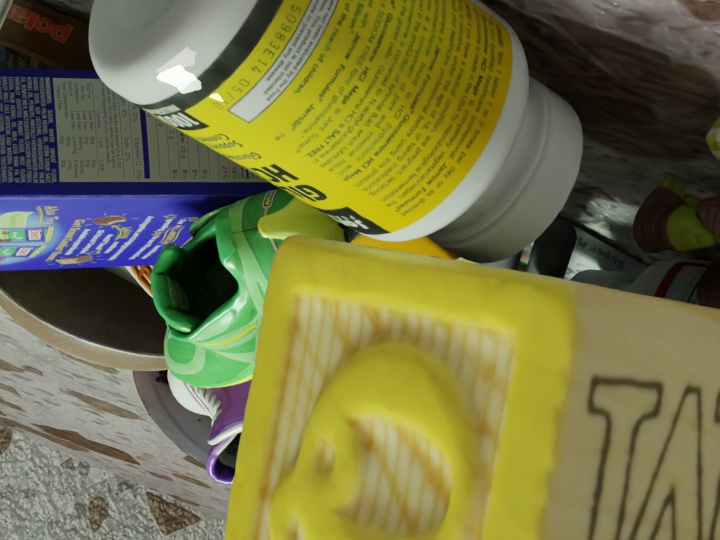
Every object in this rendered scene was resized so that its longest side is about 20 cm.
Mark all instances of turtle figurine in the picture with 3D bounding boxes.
[{"bbox_3d":[0.213,-0.008,0.821,0.200,0.065,0.161,26,164,-25],"label":"turtle figurine"}]

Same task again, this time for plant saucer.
[{"bbox_3d":[-0.162,0.003,1.148,0.200,0.035,0.200,18,-150,-11],"label":"plant saucer"}]

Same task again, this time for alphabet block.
[{"bbox_3d":[0.077,0.100,0.812,0.200,0.197,0.195,10,179,-44],"label":"alphabet block"}]

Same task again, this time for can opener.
[{"bbox_3d":[0.088,0.018,1.019,0.053,0.067,0.200,20,161,5],"label":"can opener"}]

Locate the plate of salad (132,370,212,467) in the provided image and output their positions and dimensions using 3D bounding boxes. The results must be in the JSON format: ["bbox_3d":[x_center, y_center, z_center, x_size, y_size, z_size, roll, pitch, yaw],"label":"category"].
[{"bbox_3d":[-0.074,0.080,1.337,0.200,0.200,0.048,22,131,-7],"label":"plate of salad"}]

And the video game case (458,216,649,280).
[{"bbox_3d":[0.097,-0.007,1.065,0.200,0.018,0.143,26,163,-25],"label":"video game case"}]

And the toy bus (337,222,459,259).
[{"bbox_3d":[0.007,-0.034,0.941,0.065,0.078,0.200,19,163,-19],"label":"toy bus"}]

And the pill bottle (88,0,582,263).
[{"bbox_3d":[-0.004,-0.081,0.739,0.200,0.113,0.112,29,163,-33],"label":"pill bottle"}]

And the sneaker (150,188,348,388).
[{"bbox_3d":[-0.074,0.006,0.917,0.083,0.074,0.200,-5,159,-24],"label":"sneaker"}]

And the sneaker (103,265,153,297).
[{"bbox_3d":[-0.146,-0.028,1.102,0.200,0.076,0.092,26,176,-15],"label":"sneaker"}]

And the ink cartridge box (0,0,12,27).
[{"bbox_3d":[-0.233,-0.145,0.742,0.147,0.146,0.200,26,163,-24],"label":"ink cartridge box"}]

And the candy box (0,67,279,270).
[{"bbox_3d":[-0.146,-0.051,0.959,0.200,0.077,0.169,0,168,-20],"label":"candy box"}]

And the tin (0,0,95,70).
[{"bbox_3d":[-0.196,-0.112,1.029,0.112,0.042,0.200,26,165,-8],"label":"tin"}]

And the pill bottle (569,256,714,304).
[{"bbox_3d":[0.205,0.052,0.944,0.200,0.112,0.112,8,161,35],"label":"pill bottle"}]

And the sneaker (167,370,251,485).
[{"bbox_3d":[-0.086,0.089,1.157,0.073,0.114,0.200,50,147,-19],"label":"sneaker"}]
